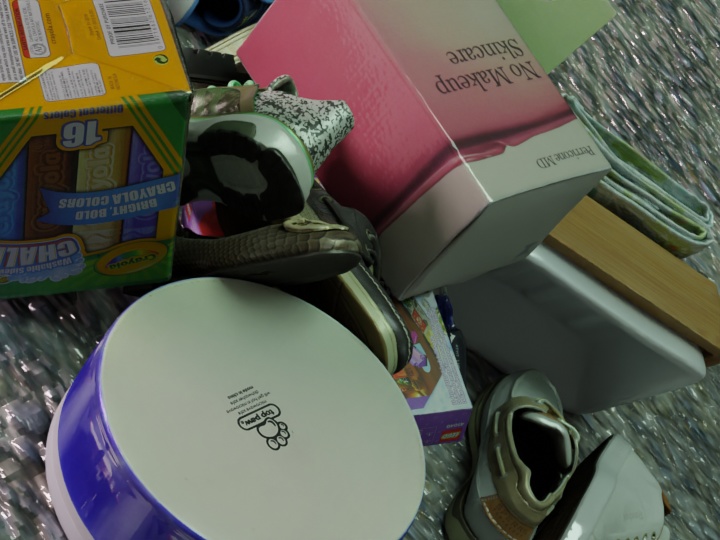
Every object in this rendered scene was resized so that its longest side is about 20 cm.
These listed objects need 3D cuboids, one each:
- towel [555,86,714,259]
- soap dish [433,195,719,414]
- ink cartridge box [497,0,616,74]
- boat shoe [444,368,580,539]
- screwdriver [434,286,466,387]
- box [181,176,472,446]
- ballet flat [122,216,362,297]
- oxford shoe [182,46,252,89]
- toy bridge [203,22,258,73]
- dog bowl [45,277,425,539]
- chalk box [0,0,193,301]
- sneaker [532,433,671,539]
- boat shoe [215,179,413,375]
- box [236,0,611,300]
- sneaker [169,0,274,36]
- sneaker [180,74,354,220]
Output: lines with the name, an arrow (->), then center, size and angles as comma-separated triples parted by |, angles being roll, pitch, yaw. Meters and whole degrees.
towel -> 0.130, -0.045, 1.740 | 0.171, 0.200, 0.048 | 36, 58, -23
soap dish -> 0.139, 0.015, 1.707 | 0.200, 0.157, 0.081 | 32, 59, -27
ink cartridge box -> 0.065, -0.174, 1.789 | 0.146, 0.200, 0.048 | 52, 27, 6
boat shoe -> 0.113, 0.122, 1.635 | 0.075, 0.068, 0.200 | 41, 30, -13
screwdriver -> 0.050, 0.000, 1.637 | 0.028, 0.029, 0.200 | -158, -120, -79
box -> -0.024, 0.025, 1.531 | 0.137, 0.039, 0.200 | -6, 53, -16
ballet flat -> -0.073, -0.013, 1.427 | 0.067, 0.200, 0.046 | 10, 79, -38
oxford shoe -> -0.064, -0.092, 1.610 | 0.200, 0.073, 0.085 | 5, 81, -29
toy bridge -> -0.082, -0.143, 1.693 | 0.027, 0.067, 0.200 | 53, 29, 8
dog bowl -> -0.067, 0.104, 1.355 | 0.200, 0.079, 0.200 | 18, 45, -19
chalk box -> -0.173, -0.066, 1.388 | 0.124, 0.200, 0.125 | -6, 50, -16
sneaker -> 0.167, 0.176, 1.638 | 0.085, 0.073, 0.200 | 46, 28, 2
boat shoe -> -0.018, -0.009, 1.475 | 0.065, 0.073, 0.200 | -17, 45, -26
box -> 0.039, -0.101, 1.539 | 0.128, 0.109, 0.200 | -17, 67, -45
sneaker -> -0.084, -0.204, 1.760 | 0.200, 0.074, 0.082 | -5, 57, -45
sneaker -> -0.078, -0.085, 1.482 | 0.089, 0.200, 0.077 | -36, 126, -30
